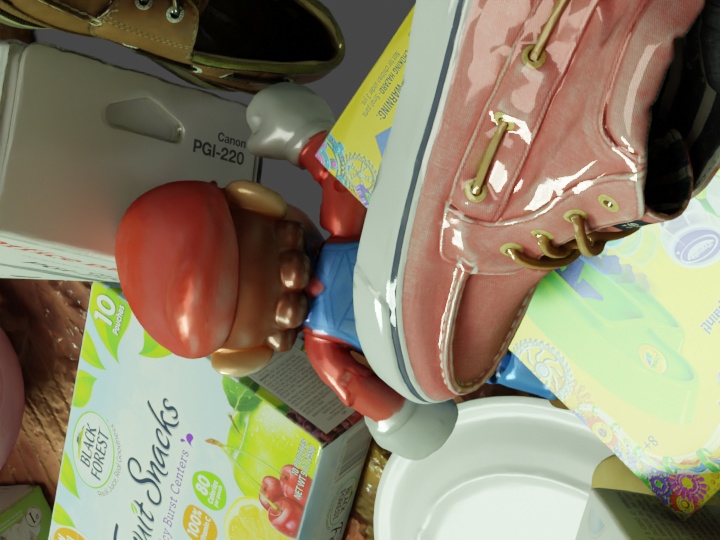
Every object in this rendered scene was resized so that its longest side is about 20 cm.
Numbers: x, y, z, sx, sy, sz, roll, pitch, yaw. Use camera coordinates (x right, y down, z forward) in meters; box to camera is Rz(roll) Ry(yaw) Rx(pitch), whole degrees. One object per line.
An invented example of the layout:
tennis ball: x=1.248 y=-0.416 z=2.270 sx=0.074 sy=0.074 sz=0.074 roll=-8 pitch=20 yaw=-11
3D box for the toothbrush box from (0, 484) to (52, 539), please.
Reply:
toothbrush box: x=-0.211 y=0.228 z=1.331 sx=0.146 sy=0.086 sz=0.200 roll=-7 pitch=113 yaw=44

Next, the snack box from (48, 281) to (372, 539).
snack box: x=-0.076 y=0.102 z=1.152 sx=0.142 sy=0.053 sz=0.200 roll=35 pitch=135 yaw=21

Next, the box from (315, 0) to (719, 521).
box: x=0.123 y=-0.057 z=0.820 sx=0.193 sy=0.122 sz=0.200 roll=44 pitch=137 yaw=8

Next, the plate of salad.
plate of salad: x=0.096 y=0.136 z=1.023 sx=0.200 sy=0.048 sz=0.200 roll=19 pitch=127 yaw=26

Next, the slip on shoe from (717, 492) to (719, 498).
slip on shoe: x=0.209 y=0.055 z=0.868 sx=0.200 sy=0.076 sz=0.061 roll=-24 pitch=55 yaw=58

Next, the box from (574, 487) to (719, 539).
box: x=0.115 y=0.195 z=0.848 sx=0.112 sy=0.101 sz=0.200 roll=-122 pitch=45 yaw=-67

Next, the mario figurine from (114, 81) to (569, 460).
mario figurine: x=0.000 y=0.000 z=0.964 sx=0.200 sy=0.123 sz=0.106 roll=9 pitch=151 yaw=4

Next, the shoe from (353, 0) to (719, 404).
shoe: x=0.059 y=-0.024 z=0.753 sx=0.091 sy=0.071 sz=0.200 roll=32 pitch=130 yaw=29

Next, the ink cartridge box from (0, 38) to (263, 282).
ink cartridge box: x=-0.162 y=-0.045 z=1.046 sx=0.200 sy=0.146 sz=0.085 roll=0 pitch=80 yaw=45

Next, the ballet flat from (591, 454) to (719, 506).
ballet flat: x=0.144 y=0.161 z=0.930 sx=0.069 sy=0.063 sz=0.200 roll=-16 pitch=116 yaw=39

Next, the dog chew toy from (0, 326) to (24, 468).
dog chew toy: x=-0.262 y=0.074 z=1.254 sx=0.200 sy=0.125 sz=0.125 roll=-18 pitch=104 yaw=54

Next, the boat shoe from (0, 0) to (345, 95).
boat shoe: x=-0.084 y=-0.120 z=0.931 sx=0.068 sy=0.200 sz=0.072 roll=10 pitch=87 yaw=40
